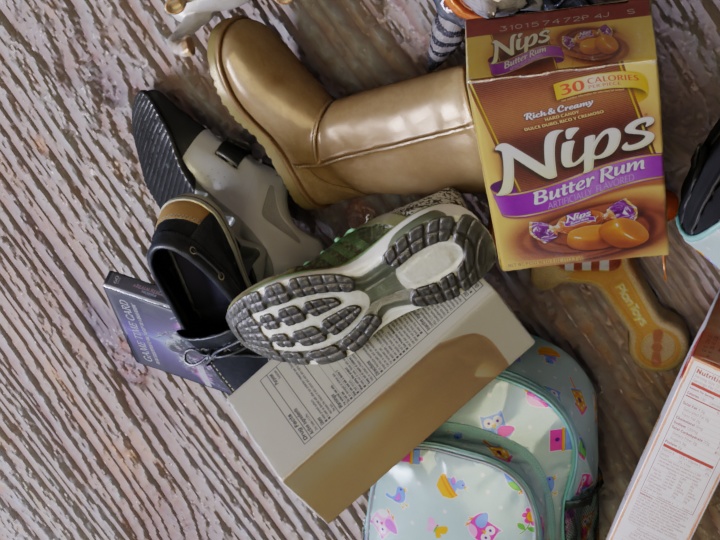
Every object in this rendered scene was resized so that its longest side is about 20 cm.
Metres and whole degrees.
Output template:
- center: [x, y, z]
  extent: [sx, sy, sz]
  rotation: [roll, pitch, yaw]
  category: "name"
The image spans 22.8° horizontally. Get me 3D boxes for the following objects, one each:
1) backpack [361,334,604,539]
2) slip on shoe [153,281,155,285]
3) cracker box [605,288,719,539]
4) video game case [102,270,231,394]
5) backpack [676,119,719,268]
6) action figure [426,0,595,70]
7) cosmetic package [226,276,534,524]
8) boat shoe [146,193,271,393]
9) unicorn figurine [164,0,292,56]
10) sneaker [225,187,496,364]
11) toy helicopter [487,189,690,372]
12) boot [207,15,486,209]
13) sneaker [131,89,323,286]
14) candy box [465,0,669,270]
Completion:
- center: [0.092, 0.150, 1.346]
  extent: [0.174, 0.153, 0.202]
  rotation: [11, 109, 22]
  category: "backpack"
- center: [-0.064, 0.016, 1.394]
  extent: [0.198, 0.074, 0.062]
  rotation: [16, 93, 10]
  category: "slip on shoe"
- center: [0.238, 0.124, 1.283]
  extent: [0.057, 0.134, 0.201]
  rotation: [25, 119, 10]
  category: "cracker box"
- center: [-0.099, 0.067, 1.410]
  extent: [0.199, 0.019, 0.143]
  rotation: [19, 156, 14]
  category: "video game case"
- center: [0.304, -0.067, 1.138]
  extent: [0.200, 0.176, 0.153]
  rotation: [-39, 105, 25]
  category: "backpack"
- center: [0.095, -0.166, 1.176]
  extent: [0.104, 0.193, 0.200]
  rotation: [-41, 87, 1]
  category: "action figure"
- center: [0.014, 0.072, 1.272]
  extent: [0.200, 0.105, 0.071]
  rotation: [-40, 132, 1]
  category: "cosmetic package"
- center: [-0.101, 0.041, 1.300]
  extent: [0.074, 0.062, 0.201]
  rotation: [-7, 122, 29]
  category: "boat shoe"
- center: [-0.107, -0.212, 1.288]
  extent: [0.198, 0.138, 0.074]
  rotation: [-9, 116, 5]
  category: "unicorn figurine"
- center: [0.000, 0.000, 1.248]
  extent: [0.199, 0.089, 0.077]
  rotation: [-22, 117, 12]
  category: "sneaker"
- center: [0.187, -0.012, 1.292]
  extent: [0.132, 0.079, 0.201]
  rotation: [-28, 111, 20]
  category: "toy helicopter"
- center: [0.006, -0.122, 1.270]
  extent: [0.199, 0.066, 0.176]
  rotation: [-6, 130, 43]
  category: "boot"
- center: [-0.103, -0.065, 1.378]
  extent: [0.201, 0.088, 0.074]
  rotation: [54, 147, 18]
  category: "sneaker"
- center: [0.135, -0.081, 1.140]
  extent: [0.116, 0.057, 0.201]
  rotation: [-6, 143, 9]
  category: "candy box"
